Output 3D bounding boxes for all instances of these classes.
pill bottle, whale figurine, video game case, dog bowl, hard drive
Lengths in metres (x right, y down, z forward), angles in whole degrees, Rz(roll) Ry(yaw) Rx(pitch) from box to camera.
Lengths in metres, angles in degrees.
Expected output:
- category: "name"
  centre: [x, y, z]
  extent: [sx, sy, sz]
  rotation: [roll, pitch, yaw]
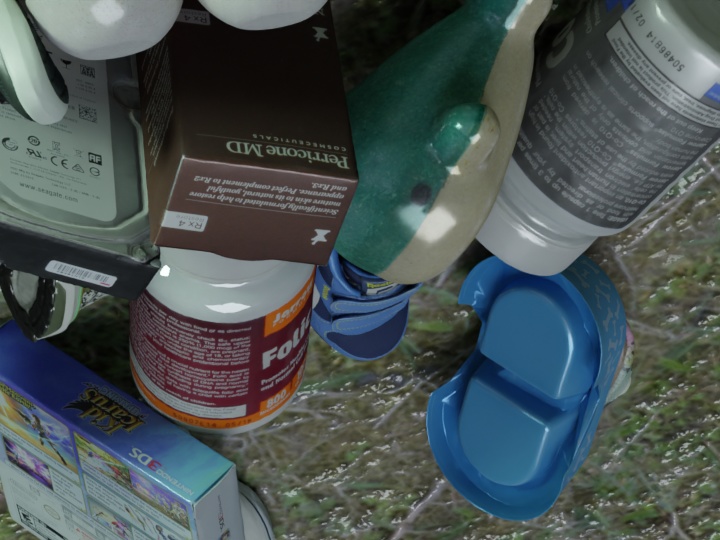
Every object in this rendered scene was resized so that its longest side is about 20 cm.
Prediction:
- category: "pill bottle"
  centre: [-0.084, 0.005, 1.647]
  extent: [0.114, 0.114, 0.200]
  rotation: [-3, 147, -7]
- category: "whale figurine"
  centre: [0.037, -0.094, 1.545]
  extent: [0.104, 0.159, 0.200]
  rotation: [25, 94, -11]
- category: "video game case"
  centre: [-0.159, 0.145, 1.767]
  extent: [0.045, 0.200, 0.181]
  rotation: [-43, 149, -28]
- category: "dog bowl"
  centre: [0.112, 0.070, 1.773]
  extent: [0.050, 0.111, 0.200]
  rotation: [-29, 143, -47]
- category: "hard drive"
  centre: [-0.182, -0.084, 1.484]
  extent: [0.140, 0.200, 0.038]
  rotation: [17, 133, -26]
- category: "pill bottle"
  centre: [0.148, -0.092, 1.601]
  extent: [0.114, 0.114, 0.200]
  rotation: [22, 130, -30]

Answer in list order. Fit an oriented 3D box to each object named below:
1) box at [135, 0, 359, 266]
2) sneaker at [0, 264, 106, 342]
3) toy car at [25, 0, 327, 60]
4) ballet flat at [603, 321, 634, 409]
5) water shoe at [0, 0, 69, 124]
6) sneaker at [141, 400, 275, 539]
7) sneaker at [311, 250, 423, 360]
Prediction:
- category: "box"
  centre: [-0.067, -0.100, 1.486]
  extent: [0.100, 0.200, 0.075]
  rotation: [6, 136, -17]
- category: "sneaker"
  centre: [-0.159, -0.046, 1.650]
  extent: [0.089, 0.077, 0.200]
  rotation: [-19, 148, -40]
- category: "toy car"
  centre: [-0.098, -0.201, 1.422]
  extent: [0.200, 0.175, 0.150]
  rotation: [-11, 173, 1]
- category: "ballet flat"
  centre: [0.140, 0.085, 1.844]
  extent: [0.071, 0.069, 0.200]
  rotation: [-1, 146, -37]
- category: "water shoe"
  centre: [-0.222, -0.128, 1.426]
  extent: [0.079, 0.200, 0.072]
  rotation: [-34, 140, -7]
- category: "sneaker"
  centre: [-0.118, 0.173, 1.880]
  extent: [0.073, 0.071, 0.200]
  rotation: [-23, 137, 15]
- category: "sneaker"
  centre: [0.000, 0.000, 1.692]
  extent: [0.074, 0.082, 0.200]
  rotation: [-26, 142, -11]
